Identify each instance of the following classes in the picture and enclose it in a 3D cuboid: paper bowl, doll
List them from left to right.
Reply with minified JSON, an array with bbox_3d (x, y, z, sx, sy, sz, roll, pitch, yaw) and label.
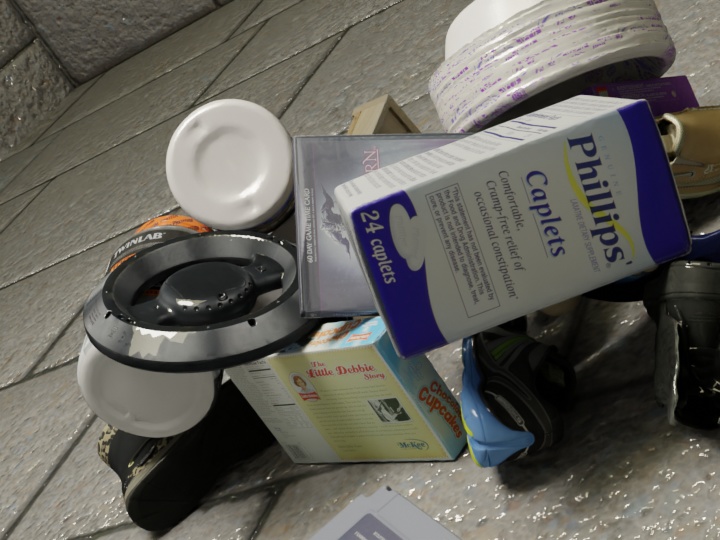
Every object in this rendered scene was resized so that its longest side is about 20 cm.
[{"bbox_3d":[0.151,-0.180,1.188,0.200,0.105,0.201,-22,-9,-4],"label":"paper bowl"},{"bbox_3d":[0.219,-0.007,1.024,0.199,0.049,0.136,-18,-12,10],"label":"doll"}]

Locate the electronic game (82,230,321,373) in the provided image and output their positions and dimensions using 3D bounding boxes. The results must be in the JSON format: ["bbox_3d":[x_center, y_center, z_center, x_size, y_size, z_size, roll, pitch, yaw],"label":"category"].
[{"bbox_3d":[-0.122,0.023,1.144,0.199,0.042,0.200,-4,29,2],"label":"electronic game"}]

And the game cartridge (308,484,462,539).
[{"bbox_3d":[0.008,0.217,0.936,0.133,0.041,0.200,-36,19,-12],"label":"game cartridge"}]

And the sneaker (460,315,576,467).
[{"bbox_3d":[0.116,0.081,1.047,0.082,0.071,0.200,-8,22,7],"label":"sneaker"}]

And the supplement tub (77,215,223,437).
[{"bbox_3d":[-0.174,0.042,1.264,0.122,0.123,0.200,-28,28,18],"label":"supplement tub"}]

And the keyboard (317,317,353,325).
[{"bbox_3d":[-0.045,0.055,1.237,0.039,0.105,0.200,-10,1,-15],"label":"keyboard"}]

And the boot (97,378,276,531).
[{"bbox_3d":[-0.151,0.133,1.311,0.204,0.074,0.154,-43,26,-10],"label":"boot"}]

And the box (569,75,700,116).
[{"bbox_3d":[0.178,-0.104,1.241,0.137,0.039,0.200,-11,-15,-43],"label":"box"}]

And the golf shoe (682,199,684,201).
[{"bbox_3d":[0.188,-0.041,1.198,0.200,0.075,0.091,-33,10,-16],"label":"golf shoe"}]

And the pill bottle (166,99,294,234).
[{"bbox_3d":[-0.107,-0.088,1.306,0.114,0.114,0.200,-35,-2,1],"label":"pill bottle"}]

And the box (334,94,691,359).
[{"bbox_3d":[0.094,-0.036,0.958,0.199,0.105,0.184,-21,9,-1],"label":"box"}]

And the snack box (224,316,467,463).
[{"bbox_3d":[-0.015,0.097,1.124,0.200,0.116,0.037,-10,31,49],"label":"snack box"}]

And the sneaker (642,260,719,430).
[{"bbox_3d":[0.213,0.054,0.919,0.060,0.105,0.200,2,-9,9],"label":"sneaker"}]

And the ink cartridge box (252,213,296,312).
[{"bbox_3d":[-0.032,-0.029,1.407,0.116,0.067,0.200,-38,-2,36],"label":"ink cartridge box"}]

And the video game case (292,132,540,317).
[{"bbox_3d":[0.051,-0.036,1.087,0.199,0.143,0.019,-1,-19,-7],"label":"video game case"}]

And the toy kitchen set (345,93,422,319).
[{"bbox_3d":[0.000,0.000,1.204,0.180,0.200,0.163,-19,36,38],"label":"toy kitchen set"}]

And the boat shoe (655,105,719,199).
[{"bbox_3d":[0.245,-0.095,1.127,0.199,0.072,0.076,-18,-19,-10],"label":"boat shoe"}]
